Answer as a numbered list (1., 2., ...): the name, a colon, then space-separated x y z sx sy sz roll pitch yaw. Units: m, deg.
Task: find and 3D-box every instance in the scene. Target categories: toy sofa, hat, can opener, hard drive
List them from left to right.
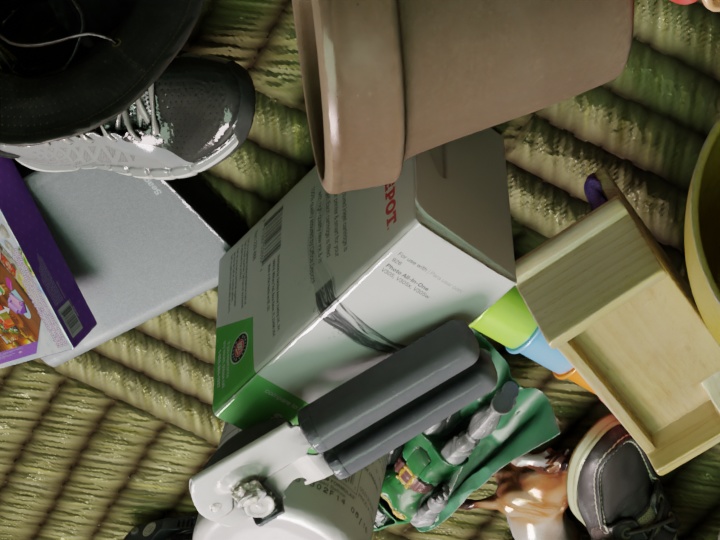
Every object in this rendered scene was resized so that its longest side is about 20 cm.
1. hat: -0.167 -0.154 1.105 0.199 0.202 0.081 0 163 13
2. hard drive: -0.186 -0.019 1.310 0.199 0.033 0.140 -26 122 32
3. can opener: -0.016 0.088 1.130 0.199 0.067 0.053 -29 132 10
4. toy sofa: 0.167 0.034 1.183 0.083 0.098 0.200 -33 139 10

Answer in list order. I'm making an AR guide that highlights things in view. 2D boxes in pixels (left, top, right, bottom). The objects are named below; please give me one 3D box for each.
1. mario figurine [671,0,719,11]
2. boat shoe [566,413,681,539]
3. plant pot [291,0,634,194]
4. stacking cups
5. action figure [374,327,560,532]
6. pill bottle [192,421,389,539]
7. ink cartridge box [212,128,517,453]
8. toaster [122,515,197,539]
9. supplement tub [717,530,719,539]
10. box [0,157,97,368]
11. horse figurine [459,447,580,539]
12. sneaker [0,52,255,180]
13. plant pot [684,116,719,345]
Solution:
1. mario figurine: 0.234 -0.177 0.981 0.199 0.124 0.106 -1 129 -9
2. boat shoe: 0.197 0.181 1.365 0.066 0.072 0.201 36 155 38
3. plant pot: 0.052 -0.149 1.042 0.173 0.201 0.201 -7 133 -5
4. stacking cups: 0.127 0.043 1.271 0.199 0.061 0.061 31 132 -15
5. action figure: 0.051 0.129 1.358 0.118 0.055 0.200 51 138 18
6. pill bottle: -0.038 0.121 1.288 0.114 0.201 0.115 7 134 7
7. ink cartridge box: 0.000 0.000 1.183 0.084 0.146 0.200 31 125 -25
8. toaster: -0.093 0.265 1.502 0.199 0.114 0.130 -10 133 19
9. supplement tub: 0.329 0.148 1.274 0.131 0.132 0.201 17 134 -2
10. box: -0.279 -0.026 1.281 0.136 0.039 0.201 -15 110 28
11. horse figurine: 0.115 0.191 1.424 0.132 0.050 0.201 0 130 22
12. sneaker: -0.169 -0.091 1.157 0.199 0.076 0.115 -6 176 33
13. plant pot: 0.274 -0.005 1.124 0.199 0.201 0.142 14 162 0
